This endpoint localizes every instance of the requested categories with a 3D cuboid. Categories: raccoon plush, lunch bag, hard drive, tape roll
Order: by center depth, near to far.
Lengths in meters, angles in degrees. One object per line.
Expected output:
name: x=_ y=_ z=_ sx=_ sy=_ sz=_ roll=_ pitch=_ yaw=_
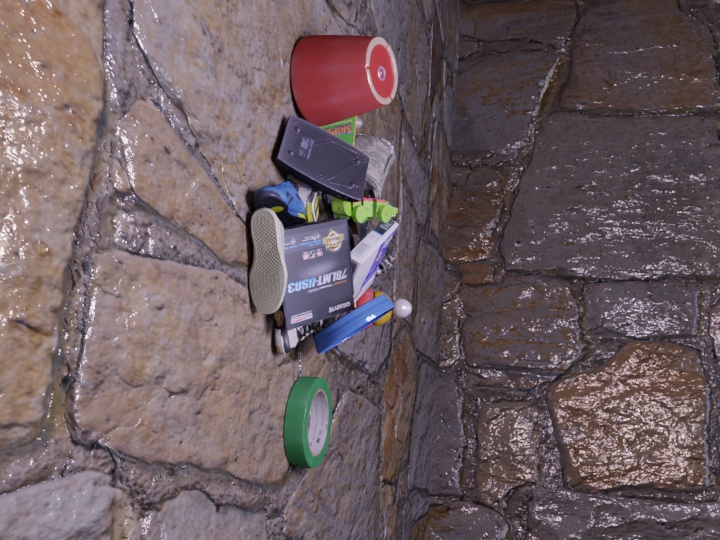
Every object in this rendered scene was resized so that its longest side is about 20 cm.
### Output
hard drive: x=-0.081 y=-0.228 z=1.612 sx=0.042 sy=0.199 sz=0.136 roll=-38 pitch=-146 yaw=50
tape roll: x=-0.116 y=0.342 z=1.741 sx=0.200 sy=0.048 sz=0.202 roll=1 pitch=90 yaw=-75
lunch bag: x=-0.013 y=-0.235 z=1.841 sx=0.201 sy=0.166 sz=0.140 roll=-71 pitch=157 yaw=-49
raccoon plush: x=0.043 y=-0.080 z=2.118 sx=0.097 sy=0.133 sz=0.202 roll=30 pitch=63 yaw=-71

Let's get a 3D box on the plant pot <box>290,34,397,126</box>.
plant pot: x=-0.027 y=-0.421 z=1.675 sx=0.200 sy=0.176 sz=0.202 roll=0 pitch=90 yaw=-60

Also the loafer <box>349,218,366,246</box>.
loafer: x=-0.029 y=-0.069 z=2.001 sx=0.072 sy=0.072 sz=0.201 roll=58 pitch=26 yaw=-49

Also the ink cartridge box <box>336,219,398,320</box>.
ink cartridge box: x=0.000 y=0.000 z=1.772 sx=0.198 sy=0.043 sz=0.201 roll=-47 pitch=164 yaw=-49

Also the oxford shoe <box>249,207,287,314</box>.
oxford shoe: x=-0.173 y=-0.019 z=1.461 sx=0.058 sy=0.075 sz=0.202 roll=-50 pitch=138 yaw=-81

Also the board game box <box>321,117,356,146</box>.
board game box: x=-0.055 y=-0.372 z=1.805 sx=0.030 sy=0.095 sz=0.202 roll=69 pitch=26 yaw=-74

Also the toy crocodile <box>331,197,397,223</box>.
toy crocodile: x=0.010 y=-0.139 z=1.714 sx=0.199 sy=0.067 sz=0.062 roll=-4 pitch=100 yaw=-46

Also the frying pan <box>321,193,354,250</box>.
frying pan: x=-0.062 y=-0.075 z=1.724 sx=0.190 sy=0.031 sz=0.116 roll=49 pitch=44 yaw=-49

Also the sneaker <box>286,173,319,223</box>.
sneaker: x=-0.124 y=-0.144 z=1.657 sx=0.085 sy=0.074 sz=0.202 roll=121 pitch=-27 yaw=-85

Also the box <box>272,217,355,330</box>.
box: x=-0.101 y=0.003 z=1.578 sx=0.199 sy=0.049 sz=0.200 roll=-14 pitch=101 yaw=-43

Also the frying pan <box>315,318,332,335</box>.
frying pan: x=-0.100 y=0.099 z=1.824 sx=0.190 sy=0.031 sz=0.116 roll=49 pitch=42 yaw=-71

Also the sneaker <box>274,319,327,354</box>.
sneaker: x=-0.119 y=0.107 z=1.638 sx=0.200 sy=0.087 sz=0.076 roll=-63 pitch=152 yaw=-55

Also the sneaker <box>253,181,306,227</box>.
sneaker: x=-0.164 y=-0.143 z=1.512 sx=0.200 sy=0.065 sz=0.079 roll=28 pitch=50 yaw=-72

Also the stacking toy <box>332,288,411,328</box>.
stacking toy: x=0.030 y=0.099 z=1.951 sx=0.146 sy=0.198 sz=0.147 roll=3 pitch=90 yaw=-84

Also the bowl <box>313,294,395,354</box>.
bowl: x=-0.016 y=0.115 z=1.685 sx=0.040 sy=0.200 sz=0.200 roll=58 pitch=15 yaw=6

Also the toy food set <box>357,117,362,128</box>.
toy food set: x=-0.008 y=-0.432 z=1.933 sx=0.200 sy=0.060 sz=0.145 roll=123 pitch=-24 yaw=-68
